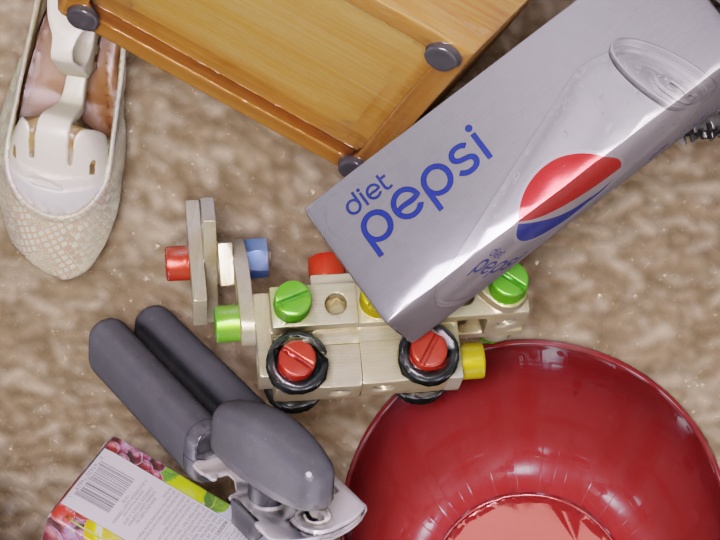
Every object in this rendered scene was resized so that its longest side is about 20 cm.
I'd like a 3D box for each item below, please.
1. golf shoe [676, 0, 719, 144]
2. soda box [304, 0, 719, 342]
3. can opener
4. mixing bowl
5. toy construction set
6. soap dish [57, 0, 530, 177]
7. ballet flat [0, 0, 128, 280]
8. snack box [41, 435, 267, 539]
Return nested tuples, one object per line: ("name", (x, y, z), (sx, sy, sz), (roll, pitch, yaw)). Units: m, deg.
("golf shoe", (0.177, -0.110, 1.125), (0.199, 0.078, 0.095), (-11, 94, -6))
("soda box", (0.077, -0.056, 1.059), (0.200, 0.063, 0.068), (-37, 75, 3))
("can opener", (-0.065, 0.062, 1.119), (0.053, 0.200, 0.067), (-16, 126, -29))
("mixing bowl", (0.083, 0.143, 1.156), (0.199, 0.108, 0.201), (1, 100, 6))
("toy construction set", (0.000, 0.000, 1.139), (0.199, 0.092, 0.132), (-8, 71, 8))
("soap dish", (-0.034, -0.133, 1.062), (0.199, 0.157, 0.082), (28, 58, -10))
("ballet flat", (-0.146, -0.091, 1.163), (0.067, 0.062, 0.201), (9, 100, 4))
("snack box", (-0.067, 0.197, 1.148), (0.199, 0.068, 0.169), (28, 136, 8))
